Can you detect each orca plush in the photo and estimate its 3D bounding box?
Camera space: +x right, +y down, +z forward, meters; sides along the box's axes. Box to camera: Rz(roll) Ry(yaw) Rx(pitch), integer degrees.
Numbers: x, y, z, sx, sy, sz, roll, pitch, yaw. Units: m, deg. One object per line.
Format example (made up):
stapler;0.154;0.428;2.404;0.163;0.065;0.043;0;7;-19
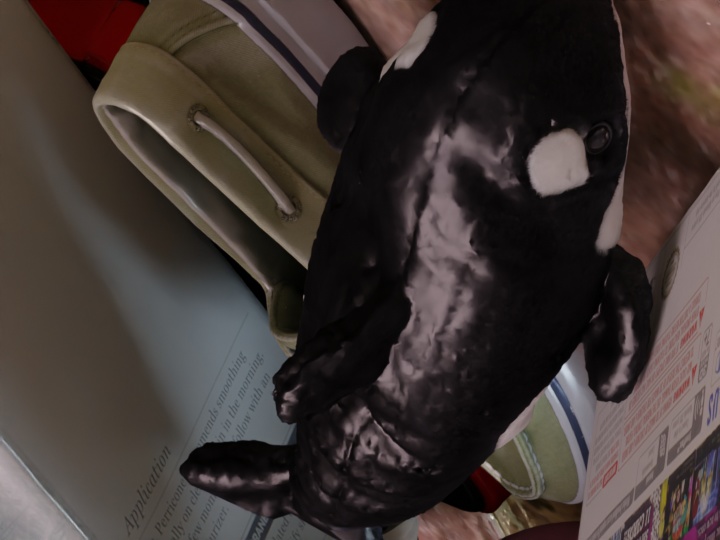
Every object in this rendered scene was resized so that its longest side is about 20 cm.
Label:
orca plush;-0.004;0.011;0.649;0.105;0.071;0.200;57;142;10

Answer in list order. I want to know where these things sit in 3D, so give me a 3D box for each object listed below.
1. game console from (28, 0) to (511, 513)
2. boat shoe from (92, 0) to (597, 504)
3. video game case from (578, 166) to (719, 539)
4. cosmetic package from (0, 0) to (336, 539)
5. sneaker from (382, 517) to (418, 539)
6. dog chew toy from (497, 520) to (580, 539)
game console;-0.039;-0.008;0.871;0.200;0.031;0.177;50;165;-24
boat shoe;0.000;0.000;0.747;0.200;0.062;0.072;50;159;-25
video game case;0.078;0.066;0.579;0.036;0.182;0.200;10;160;-4
cosmetic package;-0.140;0.045;0.809;0.199;0.123;0.200;-18;121;34
sneaker;-0.016;0.129;0.925;0.200;0.074;0.080;-74;-26;-71
dog chew toy;0.106;0.156;0.814;0.200;0.125;0.125;25;157;21
